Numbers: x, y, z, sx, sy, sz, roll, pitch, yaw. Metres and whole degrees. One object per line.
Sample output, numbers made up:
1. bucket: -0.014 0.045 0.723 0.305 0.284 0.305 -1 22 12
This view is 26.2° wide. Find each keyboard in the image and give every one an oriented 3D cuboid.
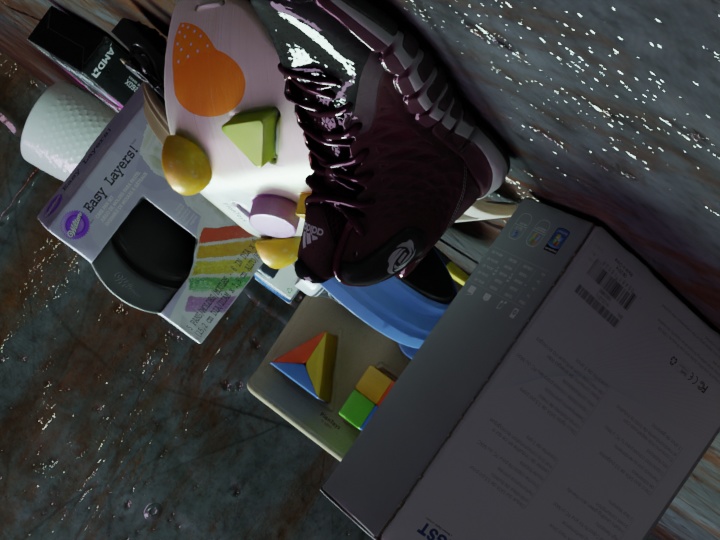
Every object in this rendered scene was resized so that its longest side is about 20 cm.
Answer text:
1. keyboard: -0.120 -0.130 1.214 0.200 0.021 0.127 43 -165 11

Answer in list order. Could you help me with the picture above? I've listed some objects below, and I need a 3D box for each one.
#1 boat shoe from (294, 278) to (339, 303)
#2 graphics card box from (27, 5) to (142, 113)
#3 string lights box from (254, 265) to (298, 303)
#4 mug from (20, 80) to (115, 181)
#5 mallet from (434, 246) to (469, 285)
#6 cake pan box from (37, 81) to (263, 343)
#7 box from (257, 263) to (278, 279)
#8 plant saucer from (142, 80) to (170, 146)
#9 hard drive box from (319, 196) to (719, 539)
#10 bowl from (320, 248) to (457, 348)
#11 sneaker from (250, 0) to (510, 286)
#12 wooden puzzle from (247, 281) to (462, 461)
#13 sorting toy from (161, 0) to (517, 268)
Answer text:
1. boat shoe: 0.000 0.000 1.305 0.068 0.072 0.200 42 -170 4
2. graphics card box: -0.255 -0.199 1.679 0.125 0.051 0.200 33 174 43
3. string lights box: -0.078 -0.020 1.855 0.059 0.103 0.200 36 177 -1
4. mug: -0.429 -0.212 2.536 0.174 0.149 0.200 28 -155 12
5. mallet: 0.083 0.006 1.288 0.200 0.041 0.066 39 -179 38
6. cake pan box: -0.160 -0.061 1.379 0.184 0.200 0.052 40 177 -24
7. box: -0.146 -0.096 1.519 0.148 0.107 0.200 39 176 -30
8. plant saucer: -0.100 -0.093 1.250 0.200 0.030 0.200 38 -163 -13
9. hard drive box: 0.101 0.089 0.855 0.156 0.201 0.077 39 175 -29
10. bowl: -0.006 -0.031 1.126 0.200 0.039 0.201 42 -165 -14
11. sneaker: -0.008 -0.054 0.739 0.075 0.116 0.200 32 175 44
12. wooden puzzle: 0.011 0.069 1.406 0.185 0.201 0.046 34 176 27
13. sorting toy: -0.005 -0.066 0.913 0.179 0.108 0.200 7 157 40
